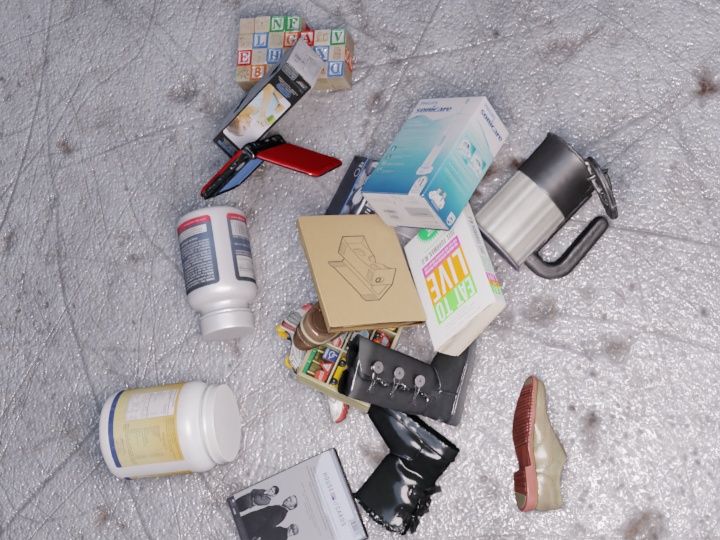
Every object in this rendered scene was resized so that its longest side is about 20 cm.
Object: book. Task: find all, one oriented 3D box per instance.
[{"bbox_3d":[0.143,0.006,1.596,0.134,0.047,0.202,-46,45,34],"label":"book"}]

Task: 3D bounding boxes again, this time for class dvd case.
[{"bbox_3d":[-0.102,0.394,1.679,0.197,0.025,0.153,-25,73,8],"label":"dvd case"}]

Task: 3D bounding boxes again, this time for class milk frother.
[{"bbox_3d":[0.281,-0.092,1.587,0.188,0.200,0.181,-46,75,2],"label":"milk frother"}]

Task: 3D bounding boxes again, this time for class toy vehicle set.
[{"bbox_3d":[-0.007,0.110,1.657,0.122,0.027,0.202,22,60,6],"label":"toy vehicle set"}]

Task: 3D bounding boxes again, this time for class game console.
[{"bbox_3d":[-0.143,-0.151,1.720,0.172,0.200,0.119,-42,91,16],"label":"game console"}]

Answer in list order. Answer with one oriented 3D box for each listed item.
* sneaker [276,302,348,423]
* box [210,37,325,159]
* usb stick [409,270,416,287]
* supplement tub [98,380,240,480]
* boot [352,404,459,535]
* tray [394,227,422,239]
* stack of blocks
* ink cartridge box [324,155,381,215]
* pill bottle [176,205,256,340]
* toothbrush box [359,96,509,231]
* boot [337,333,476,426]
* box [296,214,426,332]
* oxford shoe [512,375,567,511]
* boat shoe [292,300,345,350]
[{"bbox_3d":[-0.074,0.157,1.691,0.081,0.078,0.202,-23,65,-6],"label":"sneaker"},{"bbox_3d":[-0.153,-0.281,1.748,0.060,0.117,0.199,42,117,-16],"label":"box"},{"bbox_3d":[0.080,0.020,1.694,0.197,0.055,0.033,21,122,19],"label":"usb stick"},{"bbox_3d":[-0.305,0.257,1.699,0.196,0.144,0.147,-8,76,13],"label":"supplement tub"},{"bbox_3d":[0.045,0.297,1.640,0.197,0.073,0.164,36,95,21],"label":"boot"},{"bbox_3d":[0.110,-0.148,1.736,0.106,0.022,0.203,22,85,17],"label":"tray"},{"bbox_3d":[-0.113,-0.376,1.823,0.196,0.059,0.118,1,79,15],"label":"stack of blocks"},{"bbox_3d":[-0.019,-0.088,1.723,0.099,0.039,0.203,19,82,58],"label":"ink cartridge box"},{"bbox_3d":[-0.234,0.007,1.745,0.117,0.120,0.204,-13,75,12],"label":"pill bottle"},{"bbox_3d":[0.114,-0.167,1.623,0.145,0.085,0.202,6,57,48],"label":"toothbrush box"},{"bbox_3d":[0.073,0.135,1.605,0.197,0.066,0.168,17,71,-18],"label":"boot"},{"bbox_3d":[0.000,0.000,1.607,0.160,0.021,0.203,-3,56,-24],"label":"box"},{"bbox_3d":[0.274,0.263,1.595,0.073,0.070,0.204,6,77,-11],"label":"oxford shoe"},{"bbox_3d":[-0.035,0.063,1.623,0.075,0.201,0.075,52,133,9],"label":"boat shoe"}]
